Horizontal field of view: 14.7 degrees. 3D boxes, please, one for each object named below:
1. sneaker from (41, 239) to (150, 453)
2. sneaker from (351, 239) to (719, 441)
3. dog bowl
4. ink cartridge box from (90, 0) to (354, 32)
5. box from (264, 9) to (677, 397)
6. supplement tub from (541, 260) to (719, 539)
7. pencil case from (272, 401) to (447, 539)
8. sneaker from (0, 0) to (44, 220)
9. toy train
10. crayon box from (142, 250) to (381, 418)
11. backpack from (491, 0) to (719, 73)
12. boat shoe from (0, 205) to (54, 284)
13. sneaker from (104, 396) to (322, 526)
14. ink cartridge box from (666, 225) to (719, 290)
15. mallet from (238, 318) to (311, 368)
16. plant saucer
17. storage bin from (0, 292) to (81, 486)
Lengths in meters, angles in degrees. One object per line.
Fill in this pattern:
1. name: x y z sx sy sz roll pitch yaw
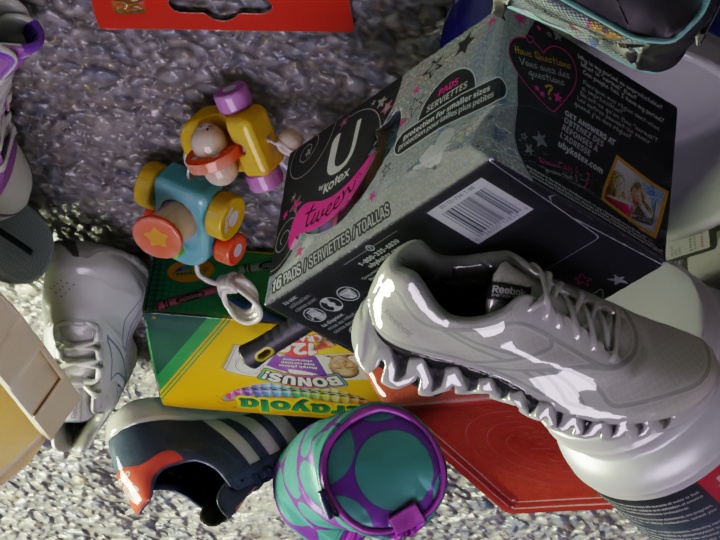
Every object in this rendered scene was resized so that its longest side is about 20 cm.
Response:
1. sneaker: -0.183 0.052 1.893 0.074 0.087 0.200 8 145 4
2. sneaker: 0.098 0.034 1.485 0.199 0.075 0.081 11 136 -4
3. dog bowl: 0.141 -0.102 1.609 0.199 0.079 0.200 5 146 4
4. ink cartridge box: -0.091 -0.184 1.564 0.162 0.057 0.200 2 141 8
5. box: 0.059 -0.038 1.548 0.132 0.115 0.200 29 139 -26
6. supplement tub: 0.204 0.096 1.678 0.140 0.141 0.200 -17 139 32
7. pencil case: -0.004 0.140 1.846 0.085 0.093 0.200 -14 176 -12
8. sneaker: -0.228 -0.104 1.690 0.114 0.073 0.201 -12 141 22
9. toy train: -0.069 -0.029 1.725 0.150 0.056 0.200 50 138 -4
10. crayon box: -0.040 0.044 1.877 0.199 0.058 0.119 4 146 6
11. backpack: 0.096 -0.207 1.380 0.199 0.176 0.153 23 175 -3
12. boat shoe: -0.284 -0.051 1.776 0.062 0.072 0.200 -5 141 48
13. sneaker: -0.079 0.135 1.959 0.199 0.085 0.075 -4 154 -19
14. ink cartridge box: 0.230 0.016 1.757 0.200 0.084 0.145 -18 138 34
15. mallet: 0.000 0.000 1.773 0.200 0.041 0.066 -27 131 14
16. plant saucer: 0.125 0.107 1.825 0.199 0.037 0.200 -7 146 35
17. storage bin: -0.294 0.037 1.777 0.198 0.094 0.200 31 167 14
